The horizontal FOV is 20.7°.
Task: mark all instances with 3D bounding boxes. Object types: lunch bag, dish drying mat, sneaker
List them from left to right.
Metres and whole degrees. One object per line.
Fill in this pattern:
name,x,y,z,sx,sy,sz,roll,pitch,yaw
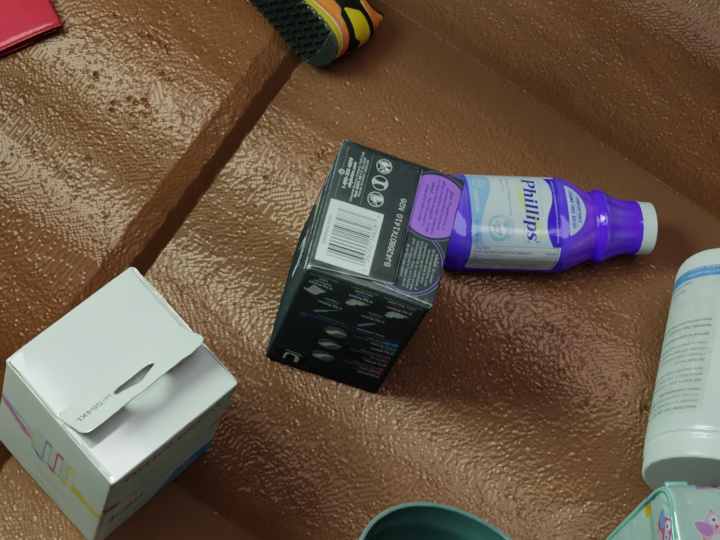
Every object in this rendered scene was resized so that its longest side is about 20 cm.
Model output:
dish drying mat,-0.343,-0.281,1.747,0.077,0.018,0.201,-26,76,-21
sneaker,-0.060,-0.278,1.791,0.090,0.070,0.200,-28,76,-38
lunch bag,0.248,0.257,1.550,0.077,0.200,0.161,6,64,-12

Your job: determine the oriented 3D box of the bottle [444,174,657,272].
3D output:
bottle,0.161,-0.040,1.733,0.199,0.065,0.084,2,65,-12

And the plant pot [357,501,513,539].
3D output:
plant pot,0.050,0.298,1.504,0.200,0.134,0.201,24,36,-19

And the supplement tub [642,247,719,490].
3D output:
supplement tub,0.318,0.094,1.676,0.131,0.132,0.201,18,65,-5

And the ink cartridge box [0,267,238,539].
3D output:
ink cartridge box,-0.189,0.102,1.515,0.128,0.200,0.125,-39,80,-25

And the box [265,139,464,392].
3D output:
box,0.000,0.000,1.603,0.106,0.200,0.123,18,64,-5
